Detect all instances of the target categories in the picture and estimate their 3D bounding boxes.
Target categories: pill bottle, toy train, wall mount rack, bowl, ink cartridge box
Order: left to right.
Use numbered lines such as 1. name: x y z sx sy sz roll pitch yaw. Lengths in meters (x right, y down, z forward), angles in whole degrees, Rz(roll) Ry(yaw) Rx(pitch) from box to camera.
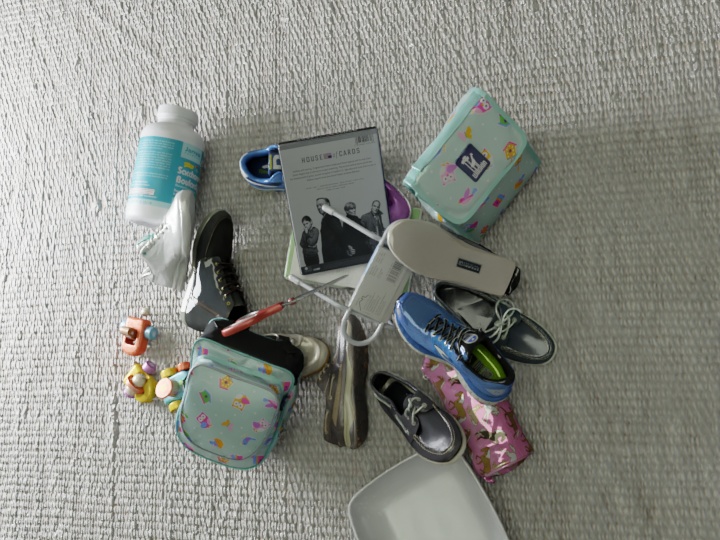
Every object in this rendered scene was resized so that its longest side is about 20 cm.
1. toy train: -0.340 0.151 1.321 0.197 0.055 0.153 15 89 27
2. pill bottle: -0.327 -0.173 1.352 0.109 0.111 0.204 7 83 20
3. ink cartridge box: -0.012 -0.043 1.259 0.197 0.048 0.148 10 84 -4
4. wall mount rack: 0.000 0.000 1.174 0.172 0.075 0.202 24 99 -20
5. bowl: 0.102 0.367 1.131 0.199 0.075 0.201 -33 72 10

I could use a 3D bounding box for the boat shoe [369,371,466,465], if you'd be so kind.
1. boat shoe: 0.073 0.203 1.123 0.073 0.063 0.200 -50 34 -1

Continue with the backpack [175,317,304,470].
1. backpack: -0.188 0.200 1.199 0.173 0.154 0.202 19 118 0

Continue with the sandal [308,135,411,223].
1. sandal: -0.011 -0.131 1.220 0.201 0.050 0.083 35 83 0

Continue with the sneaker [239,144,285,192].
1. sneaker: -0.105 -0.164 1.291 0.197 0.082 0.075 -3 78 16

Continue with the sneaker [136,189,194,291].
1. sneaker: -0.315 -0.047 1.285 0.087 0.202 0.076 11 40 -11

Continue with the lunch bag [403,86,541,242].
1. lunch bag: 0.152 -0.147 1.132 0.122 0.200 0.171 41 94 28

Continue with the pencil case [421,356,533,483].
1. pencil case: 0.165 0.196 1.136 0.086 0.082 0.202 -43 68 39

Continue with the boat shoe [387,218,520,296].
1. boat shoe: 0.125 -0.017 1.145 0.198 0.093 0.076 24 91 -7

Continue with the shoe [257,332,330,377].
1. shoe: -0.145 0.135 1.266 0.197 0.053 0.071 -2 80 19

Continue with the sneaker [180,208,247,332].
1. sneaker: -0.219 0.007 1.297 0.105 0.074 0.203 16 96 32

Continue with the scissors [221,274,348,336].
1. scissors: -0.110 0.052 1.146 0.198 0.073 0.014 -22 95 20

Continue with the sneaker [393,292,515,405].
1. sneaker: 0.132 0.093 1.082 0.199 0.089 0.079 38 65 8

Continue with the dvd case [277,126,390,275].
1. dvd case: -0.034 -0.102 1.188 0.148 0.025 0.203 -10 110 -3

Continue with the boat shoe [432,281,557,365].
1. boat shoe: 0.192 0.072 1.158 0.199 0.062 0.075 35 89 20

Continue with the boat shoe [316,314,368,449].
1. boat shoe: -0.032 0.168 1.212 0.072 0.074 0.204 -4 77 19
